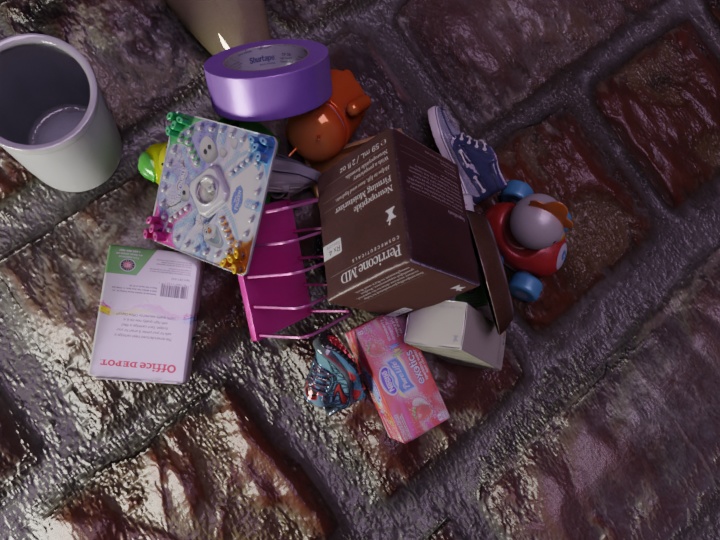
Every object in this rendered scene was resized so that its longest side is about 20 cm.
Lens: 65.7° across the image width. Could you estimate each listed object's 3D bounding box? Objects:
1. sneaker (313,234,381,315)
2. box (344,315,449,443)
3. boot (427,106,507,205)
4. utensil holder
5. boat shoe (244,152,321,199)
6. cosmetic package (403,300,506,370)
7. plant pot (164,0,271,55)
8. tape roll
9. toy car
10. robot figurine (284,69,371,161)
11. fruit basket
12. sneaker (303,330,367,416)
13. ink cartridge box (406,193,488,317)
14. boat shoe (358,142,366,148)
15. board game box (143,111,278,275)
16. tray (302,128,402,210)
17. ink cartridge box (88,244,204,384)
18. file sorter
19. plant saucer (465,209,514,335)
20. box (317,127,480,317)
[{"bbox_3d":[0.000,0.000,0.971,0.089,0.071,0.199,-16,46,-42],"label":"sneaker"},{"bbox_3d":[0.059,0.176,0.949,0.094,0.100,0.204,-23,86,-15],"label":"box"},{"bbox_3d":[0.202,-0.229,1.051,0.089,0.073,0.204,-23,92,27],"label":"boot"},{"bbox_3d":[-0.468,-0.227,0.860,0.165,0.200,0.175,2,79,-11],"label":"utensil holder"},{"bbox_3d":[-0.125,-0.148,0.905,0.071,0.200,0.067,25,101,13],"label":"boat shoe"},{"bbox_3d":[0.163,0.110,0.926,0.101,0.199,0.075,3,73,32],"label":"cosmetic package"},{"bbox_3d":[-0.243,-0.466,0.975,0.185,0.187,0.203,-31,99,-15],"label":"plant pot"},{"bbox_3d":[-0.144,-0.306,0.884,0.195,0.201,0.067,-16,127,-14],"label":"tape roll"},{"bbox_3d":[0.320,-0.070,0.997,0.174,0.200,0.187,31,75,-5],"label":"toy car"},{"bbox_3d":[-0.059,-0.273,0.979,0.141,0.118,0.202,20,51,9],"label":"robot figurine"},{"bbox_3d":[-0.253,-0.165,0.919,0.212,0.154,0.222,5,82,-38],"label":"fruit basket"},{"bbox_3d":[-0.048,0.177,0.883,0.095,0.202,0.079,-34,53,-13],"label":"sneaker"},{"bbox_3d":[0.138,-0.027,1.009,0.142,0.084,0.206,-3,80,-15],"label":"ink cartridge box"},{"bbox_3d":[0.020,-0.121,0.986,0.070,0.068,0.206,-10,102,-10],"label":"boat shoe"},{"bbox_3d":[-0.229,-0.118,0.827,0.196,0.026,0.205,19,99,23],"label":"board game box"},{"bbox_3d":[0.001,-0.186,1.037,0.196,0.037,0.101,-20,84,-16],"label":"tray"},{"bbox_3d":[-0.335,0.073,0.892,0.141,0.084,0.206,6,78,-10],"label":"ink cartridge box"},{"bbox_3d":[-0.103,-0.007,0.880,0.138,0.123,0.205,-23,106,-51],"label":"file sorter"},{"bbox_3d":[0.205,-0.002,0.879,0.034,0.200,0.205,-16,83,10],"label":"plant saucer"},{"bbox_3d":[0.052,-0.060,0.818,0.162,0.164,0.205,16,58,-43],"label":"box"}]
